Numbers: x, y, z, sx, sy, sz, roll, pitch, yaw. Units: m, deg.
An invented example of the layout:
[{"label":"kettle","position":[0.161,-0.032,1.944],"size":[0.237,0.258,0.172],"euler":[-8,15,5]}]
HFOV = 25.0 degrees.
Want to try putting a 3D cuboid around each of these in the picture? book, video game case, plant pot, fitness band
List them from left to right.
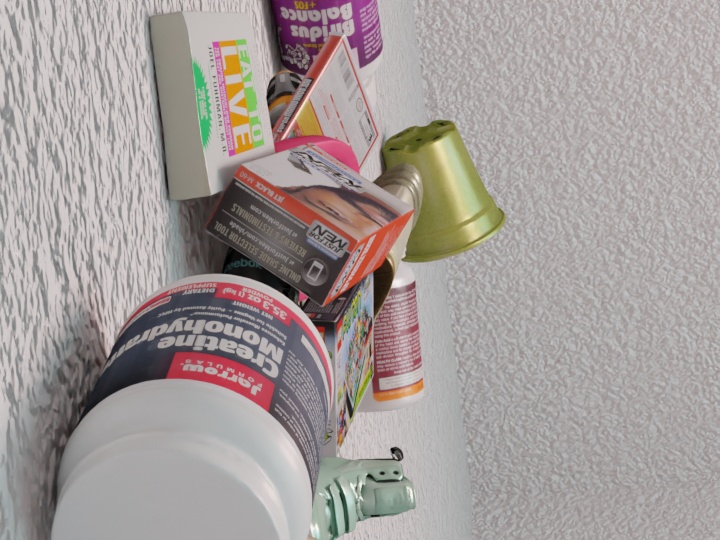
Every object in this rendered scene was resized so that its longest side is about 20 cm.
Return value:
[{"label":"book","position":[-0.117,-0.134,1.263],"size":[0.200,0.047,0.135],"euler":[-45,129,-76]},{"label":"fitness band","position":[-0.058,-0.048,1.466],"size":[0.199,0.037,0.146],"euler":[-21,117,-60]},{"label":"video game case","position":[-0.044,-0.103,1.522],"size":[0.201,0.017,0.144],"euler":[-62,149,-29]},{"label":"plant pot","position":[0.122,-0.141,2.694],"size":[0.201,0.198,0.186],"euler":[-78,151,-66]}]

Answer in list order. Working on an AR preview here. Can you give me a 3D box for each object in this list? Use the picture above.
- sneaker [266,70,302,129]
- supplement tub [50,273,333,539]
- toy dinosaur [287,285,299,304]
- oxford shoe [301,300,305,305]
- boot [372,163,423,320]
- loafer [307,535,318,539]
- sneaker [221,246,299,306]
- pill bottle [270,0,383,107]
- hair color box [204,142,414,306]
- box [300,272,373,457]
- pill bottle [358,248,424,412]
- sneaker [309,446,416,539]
[{"label":"sneaker","position":[-0.054,-0.114,1.625],"size":[0.201,0.077,0.078],"euler":[80,-1,-47]},{"label":"supplement tub","position":[-0.091,0.103,0.916],"size":[0.200,0.138,0.142],"euler":[-80,164,-65]},{"label":"toy dinosaur","position":[-0.087,0.094,1.247],"size":[0.102,0.076,0.203],"euler":[91,0,-73]},{"label":"oxford shoe","position":[-0.033,0.042,1.762],"size":[0.075,0.057,0.203],"euler":[52,36,-82]},{"label":"boot","position":[0.000,0.000,1.641],"size":[0.155,0.071,0.201],"euler":[-69,-174,-46]},{"label":"loafer","position":[-0.050,0.307,1.384],"size":[0.069,0.075,0.202],"euler":[-95,177,-54]},{"label":"sneaker","position":[-0.073,0.036,1.367],"size":[0.200,0.074,0.080],"euler":[73,12,-62]},{"label":"pill bottle","position":[-0.035,-0.261,1.699],"size":[0.113,0.111,0.202],"euler":[-84,167,-55]},{"label":"hair color box","position":[-0.035,-0.042,1.293],"size":[0.064,0.110,0.200],"euler":[-59,174,16]},{"label":"box","position":[-0.020,0.065,1.324],"size":[0.200,0.034,0.111],"euler":[-60,151,-72]},{"label":"pill bottle","position":[0.011,0.054,1.878],"size":[0.114,0.113,0.203],"euler":[-51,137,-80]},{"label":"sneaker","position":[-0.005,0.229,1.622],"size":[0.201,0.117,0.075],"euler":[-62,149,-74]}]
